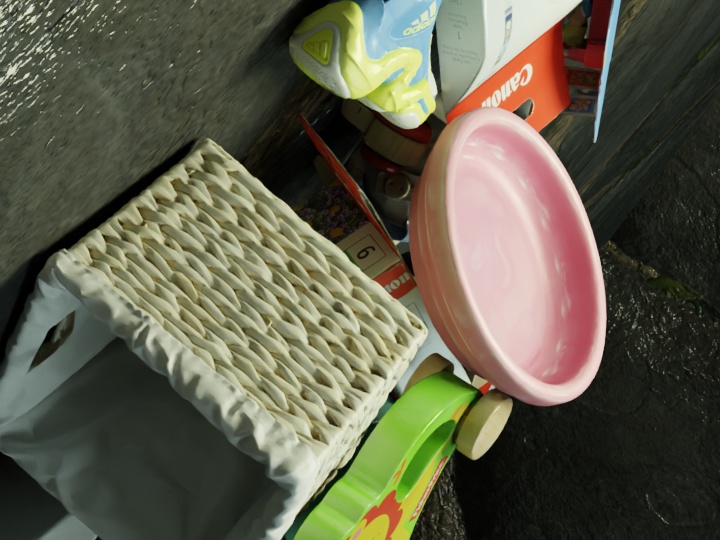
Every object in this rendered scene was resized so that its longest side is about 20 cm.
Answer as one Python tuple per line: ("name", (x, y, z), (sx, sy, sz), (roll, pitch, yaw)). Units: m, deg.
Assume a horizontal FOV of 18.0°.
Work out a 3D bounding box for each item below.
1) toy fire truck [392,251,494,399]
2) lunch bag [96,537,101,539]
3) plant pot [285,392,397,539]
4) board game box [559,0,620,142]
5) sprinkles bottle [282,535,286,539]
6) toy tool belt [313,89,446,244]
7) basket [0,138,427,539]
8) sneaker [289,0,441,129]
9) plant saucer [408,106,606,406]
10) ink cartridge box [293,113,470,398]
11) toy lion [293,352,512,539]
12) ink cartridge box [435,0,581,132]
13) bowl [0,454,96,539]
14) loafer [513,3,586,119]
("toy fire truck", (-0.003, 0.094, 1.717), (0.128, 0.175, 0.201), (-31, 144, -54))
("lunch bag", (-0.154, 0.243, 1.731), (0.128, 0.199, 0.170), (-59, 175, -18))
("plant pot", (-0.076, 0.108, 1.599), (0.199, 0.161, 0.201), (-23, 149, -15))
("board game box", (0.174, -0.200, 1.700), (0.158, 0.039, 0.201), (85, 15, -63))
("sprinkles bottle", (-0.141, 0.217, 1.489), (0.199, 0.069, 0.068), (-30, 178, 23))
("toy tool belt", (0.028, -0.062, 1.629), (0.123, 0.124, 0.200), (-60, 167, 14))
("basket", (-0.092, 0.068, 1.363), (0.161, 0.200, 0.199), (-43, 170, -38))
("sneaker", (0.028, -0.150, 1.415), (0.105, 0.076, 0.200), (-51, 170, 11))
("plant saucer", (0.093, -0.006, 1.503), (0.051, 0.202, 0.200), (-18, -172, 32))
("ink cartridge box", (0.000, 0.000, 1.533), (0.050, 0.109, 0.201), (-33, 130, -3))
("toy lion", (0.002, 0.161, 1.445), (0.201, 0.068, 0.191), (-63, 162, 16))
("ink cartridge box", (0.115, -0.164, 1.557), (0.160, 0.047, 0.201), (-41, 135, -41))
("bowl", (-0.261, 0.206, 1.520), (0.200, 0.075, 0.200), (-39, 166, -44))
("loafer", (0.157, -0.199, 1.813), (0.073, 0.072, 0.200), (-36, 163, -47))
